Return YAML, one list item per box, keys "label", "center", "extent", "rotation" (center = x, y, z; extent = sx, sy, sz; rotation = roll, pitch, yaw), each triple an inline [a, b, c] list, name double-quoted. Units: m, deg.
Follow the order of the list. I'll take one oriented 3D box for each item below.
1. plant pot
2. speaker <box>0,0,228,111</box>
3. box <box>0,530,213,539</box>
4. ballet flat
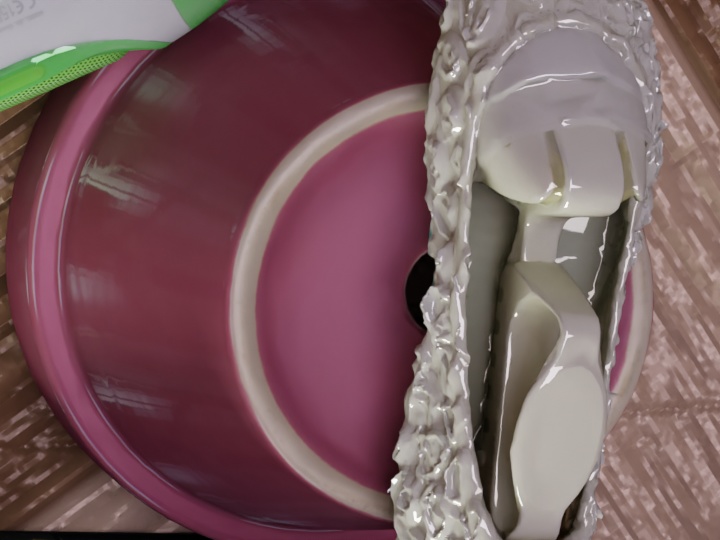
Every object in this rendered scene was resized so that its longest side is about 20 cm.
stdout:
- label: "plant pot"
  center: [0.000, 0.000, 0.924]
  extent: [0.199, 0.179, 0.201]
  rotation: [-2, 97, -15]
- label: "speaker"
  center: [-0.143, -0.076, 0.903]
  extent: [0.200, 0.088, 0.089]
  rotation: [-23, 103, 4]
- label: "box"
  center: [-0.039, 0.125, 0.916]
  extent: [0.159, 0.200, 0.046]
  rotation: [2, 98, -16]
- label: "ballet flat"
  center: [0.053, -0.001, 0.812]
  extent: [0.072, 0.072, 0.201]
  rotation: [4, 94, -16]
